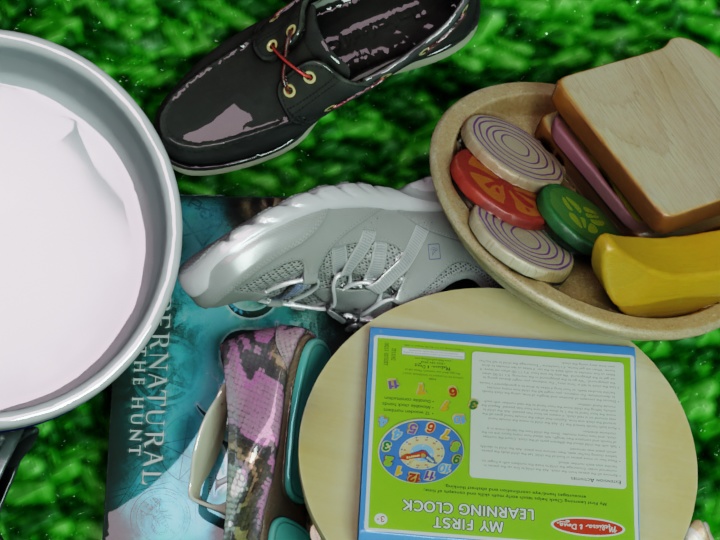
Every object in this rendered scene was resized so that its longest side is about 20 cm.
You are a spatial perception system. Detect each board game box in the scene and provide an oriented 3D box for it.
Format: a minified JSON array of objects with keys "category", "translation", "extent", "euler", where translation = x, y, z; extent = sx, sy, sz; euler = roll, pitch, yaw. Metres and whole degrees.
[{"category":"board game box","translation":[-0.066,0.058,1.385],"extent":[0.135,0.028,0.201],"euler":[0,73,5]}]

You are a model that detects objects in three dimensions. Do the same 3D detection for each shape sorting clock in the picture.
[{"category":"shape sorting clock","translation":[0.068,0.095,1.285],"extent":[0.199,0.039,0.201],"euler":[3,52,-3]}]

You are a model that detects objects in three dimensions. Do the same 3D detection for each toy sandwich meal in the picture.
[{"category":"toy sandwich meal","translation":[0.135,-0.047,1.335],"extent":[0.204,0.070,0.206],"euler":[15,41,-13]}]

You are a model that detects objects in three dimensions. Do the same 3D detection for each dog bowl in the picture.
[{"category":"dog bowl","translation":[-0.193,-0.017,1.310],"extent":[0.199,0.079,0.201],"euler":[1,83,-9]}]

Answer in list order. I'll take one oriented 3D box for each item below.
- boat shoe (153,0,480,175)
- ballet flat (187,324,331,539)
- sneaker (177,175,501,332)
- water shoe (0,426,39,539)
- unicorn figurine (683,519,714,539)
[{"category":"boat shoe","translation":[-0.027,-0.120,1.422],"extent":[0.201,0.063,0.074],"euler":[-27,75,-3]},{"category":"ballet flat","translation":[-0.056,0.125,1.321],"extent":[0.071,0.069,0.201],"euler":[-5,68,21]},{"category":"sneaker","translation":[0.000,0.000,1.339],"extent":[0.199,0.075,0.082],"euler":[-10,80,-33]},{"category":"water shoe","translation":[-0.210,0.076,1.373],"extent":[0.078,0.072,0.201],"euler":[-5,82,-1]},{"category":"unicorn figurine","translation":[0.200,0.188,1.298],"extent":[0.199,0.074,0.138],"euler":[-16,83,-7]}]
